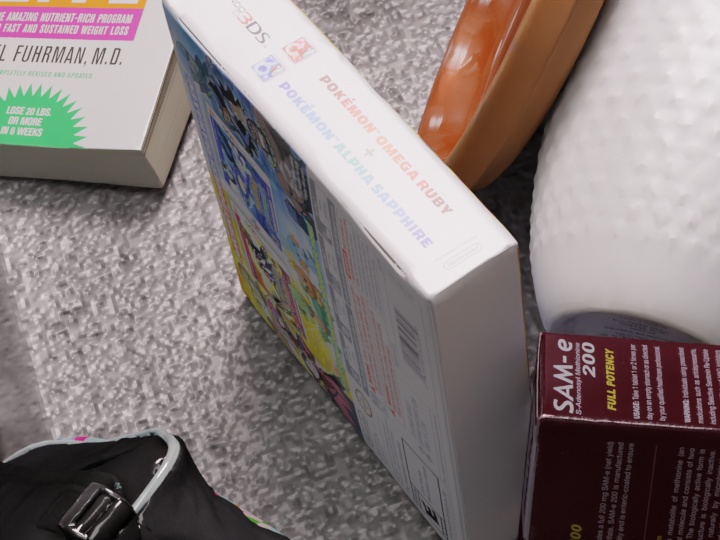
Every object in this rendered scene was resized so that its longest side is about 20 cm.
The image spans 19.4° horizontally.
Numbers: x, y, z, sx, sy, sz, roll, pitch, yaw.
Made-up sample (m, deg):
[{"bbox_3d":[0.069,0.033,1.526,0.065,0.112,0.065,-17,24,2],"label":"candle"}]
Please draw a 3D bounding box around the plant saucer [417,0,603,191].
[{"bbox_3d":[0.075,-0.118,0.912,0.032,0.200,0.201,24,61,-6],"label":"plant saucer"}]

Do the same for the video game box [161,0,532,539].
[{"bbox_3d":[0.000,0.000,0.839,0.047,0.200,0.182,-34,58,-16],"label":"video game box"}]

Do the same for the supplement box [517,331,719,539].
[{"bbox_3d":[0.159,0.089,0.777,0.199,0.109,0.061,4,31,2],"label":"supplement box"}]

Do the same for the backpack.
[{"bbox_3d":[-0.114,0.150,0.776,0.178,0.151,0.200,-52,25,-21],"label":"backpack"}]

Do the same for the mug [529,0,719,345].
[{"bbox_3d":[0.169,-0.032,0.862,0.199,0.148,0.176,18,69,11],"label":"mug"}]

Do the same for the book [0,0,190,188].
[{"bbox_3d":[-0.135,-0.135,1.052,0.133,0.048,0.201,4,60,19],"label":"book"}]
